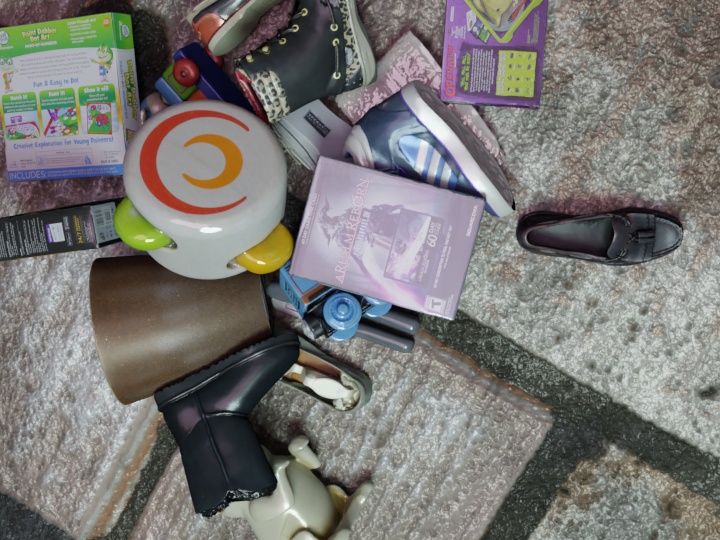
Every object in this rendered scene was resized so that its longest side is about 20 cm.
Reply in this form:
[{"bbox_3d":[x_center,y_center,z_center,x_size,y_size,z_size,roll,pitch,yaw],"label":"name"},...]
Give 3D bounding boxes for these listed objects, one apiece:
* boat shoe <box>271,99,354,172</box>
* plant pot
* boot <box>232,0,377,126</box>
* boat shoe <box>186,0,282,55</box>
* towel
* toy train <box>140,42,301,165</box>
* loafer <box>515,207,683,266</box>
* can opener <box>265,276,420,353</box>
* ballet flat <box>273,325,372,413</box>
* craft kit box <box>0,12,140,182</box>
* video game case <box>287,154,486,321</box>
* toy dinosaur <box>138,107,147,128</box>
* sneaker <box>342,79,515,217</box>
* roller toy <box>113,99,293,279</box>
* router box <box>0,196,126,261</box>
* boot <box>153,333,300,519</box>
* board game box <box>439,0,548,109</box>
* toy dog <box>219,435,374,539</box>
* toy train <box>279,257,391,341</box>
[{"bbox_3d":[-0.051,-0.154,1.168,0.200,0.066,0.072,42,73,-11],"label":"boat shoe"},{"bbox_3d":[-0.215,0.058,1.189,0.199,0.187,0.188,-11,97,-1],"label":"plant pot"},{"bbox_3d":[-0.080,-0.280,1.082,0.153,0.073,0.204,-29,112,-15],"label":"boot"},{"bbox_3d":[-0.125,-0.350,1.151,0.200,0.071,0.063,-41,78,10],"label":"boat shoe"},{"bbox_3d":[0.073,-0.176,1.160,0.132,0.034,0.200,-39,91,13],"label":"towel"},{"bbox_3d":[-0.180,-0.175,1.190,0.116,0.085,0.200,-37,99,30],"label":"toy train"},{"bbox_3d":[0.286,-0.038,1.130,0.199,0.063,0.072,1,100,10],"label":"loafer"},{"bbox_3d":[-0.025,0.056,1.199,0.199,0.067,0.054,19,103,8],"label":"can opener"},{"bbox_3d":[-0.078,0.125,1.222,0.199,0.064,0.068,24,102,6],"label":"ballet flat"},{"bbox_3d":[-0.375,-0.217,1.208,0.199,0.048,0.199,0,102,24],"label":"craft kit box"},{"bbox_3d":[0.030,-0.038,1.081,0.199,0.019,0.144,15,93,5],"label":"video game case"},{"bbox_3d":[-0.243,-0.097,1.191,0.047,0.088,0.200,-9,123,49],"label":"toy dinosaur"},{"bbox_3d":[0.071,-0.111,1.123,0.146,0.081,0.200,-37,102,26],"label":"sneaker"},{"bbox_3d":[-0.174,-0.090,1.093,0.199,0.140,0.183,3,63,-5],"label":"roller toy"},{"bbox_3d":[-0.356,-0.054,1.172,0.156,0.200,0.053,-7,97,12],"label":"router box"},{"bbox_3d":[-0.135,0.189,1.148,0.199,0.076,0.169,-26,78,-4],"label":"boot"},{"bbox_3d":[0.158,-0.295,1.112,0.119,0.032,0.201,5,92,0],"label":"board game box"},{"bbox_3d":[-0.109,0.298,1.234,0.199,0.140,0.194,34,129,3],"label":"toy dog"},{"bbox_3d":[0.000,0.000,1.146,0.199,0.087,0.115,-33,79,-13],"label":"toy train"}]
